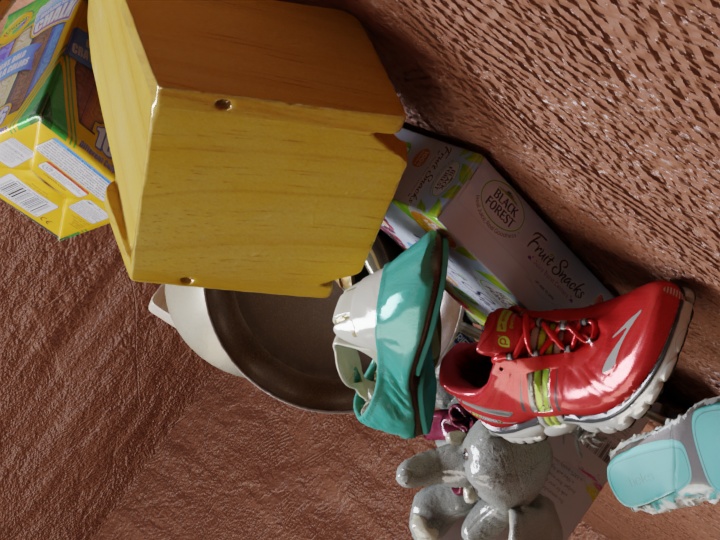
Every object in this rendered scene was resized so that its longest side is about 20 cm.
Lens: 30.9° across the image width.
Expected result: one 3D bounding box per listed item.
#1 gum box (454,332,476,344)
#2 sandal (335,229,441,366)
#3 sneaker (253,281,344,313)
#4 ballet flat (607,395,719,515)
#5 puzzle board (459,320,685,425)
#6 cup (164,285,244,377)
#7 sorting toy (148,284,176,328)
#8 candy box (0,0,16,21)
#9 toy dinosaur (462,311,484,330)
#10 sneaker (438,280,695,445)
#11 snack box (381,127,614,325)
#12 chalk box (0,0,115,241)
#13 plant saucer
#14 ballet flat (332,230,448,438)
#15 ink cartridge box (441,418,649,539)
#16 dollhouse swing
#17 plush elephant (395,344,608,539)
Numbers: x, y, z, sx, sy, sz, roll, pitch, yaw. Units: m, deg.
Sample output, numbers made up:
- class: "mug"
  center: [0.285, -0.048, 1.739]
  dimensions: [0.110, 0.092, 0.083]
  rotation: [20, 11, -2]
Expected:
- class: "gum box"
  center: [0.058, 0.045, 1.197]
  dimensions: [0.170, 0.045, 0.200]
  rotation: [47, -178, 2]
- class: "sandal"
  center: [-0.001, -0.018, 0.921]
  dimensions: [0.201, 0.054, 0.080]
  rotation: [59, -155, -3]
- class: "sneaker"
  center: [0.000, 0.000, 1.023]
  dimensions: [0.077, 0.198, 0.081]
  rotation: [-92, -6, -64]
- class: "ballet flat"
  center: [0.239, 0.117, 0.863]
  dimensions: [0.072, 0.072, 0.200]
  rotation: [38, 155, -11]
- class: "puzzle board"
  center: [0.187, 0.089, 0.990]
  dimensions: [0.199, 0.018, 0.150]
  rotation: [24, 180, -30]
- class: "cup"
  center: [-0.091, -0.011, 1.328]
  dimensions: [0.200, 0.201, 0.144]
  rotation: [36, 145, 5]
- class: "sorting toy"
  center: [-0.097, 0.009, 1.445]
  dimensions: [0.198, 0.201, 0.070]
  rotation: [32, 144, 2]
- class: "candy box"
  center: [-0.294, -0.194, 0.926]
  dimensions: [0.055, 0.201, 0.115]
  rotation: [36, 173, -3]
- class: "toy dinosaur"
  center: [0.127, 0.047, 1.083]
  dimensions: [0.088, 0.048, 0.200]
  rotation: [46, 168, -18]
- class: "sneaker"
  center: [0.112, 0.051, 0.765]
  dimensions: [0.084, 0.078, 0.200]
  rotation: [32, 146, -16]
- class: "snack box"
  center: [0.080, -0.014, 0.856]
  dimensions: [0.200, 0.053, 0.142]
  rotation: [41, 171, -35]
- class: "chalk box"
  center: [-0.220, -0.149, 1.052]
  dimensions: [0.123, 0.202, 0.124]
  rotation: [-15, 140, 38]
- class: "plant saucer"
  center: [-0.019, 0.008, 0.982]
  dimensions: [0.200, 0.201, 0.032]
  rotation: [37, -165, -4]
- class: "ballet flat"
  center: [0.016, 0.045, 0.819]
  dimensions: [0.070, 0.068, 0.201]
  rotation: [8, 145, 5]
- class: "ink cartridge box"
  center: [0.150, 0.175, 1.159]
  dimensions: [0.115, 0.201, 0.068]
  rotation: [38, 174, -12]
- class: "dollhouse swing"
  center: [-0.076, -0.112, 0.770]
  dimensions: [0.180, 0.177, 0.201]
  rotation: [5, 149, -11]
- class: "plush elephant"
  center: [0.094, 0.142, 1.012]
  dimensions: [0.198, 0.167, 0.155]
  rotation: [-9, -177, 16]
